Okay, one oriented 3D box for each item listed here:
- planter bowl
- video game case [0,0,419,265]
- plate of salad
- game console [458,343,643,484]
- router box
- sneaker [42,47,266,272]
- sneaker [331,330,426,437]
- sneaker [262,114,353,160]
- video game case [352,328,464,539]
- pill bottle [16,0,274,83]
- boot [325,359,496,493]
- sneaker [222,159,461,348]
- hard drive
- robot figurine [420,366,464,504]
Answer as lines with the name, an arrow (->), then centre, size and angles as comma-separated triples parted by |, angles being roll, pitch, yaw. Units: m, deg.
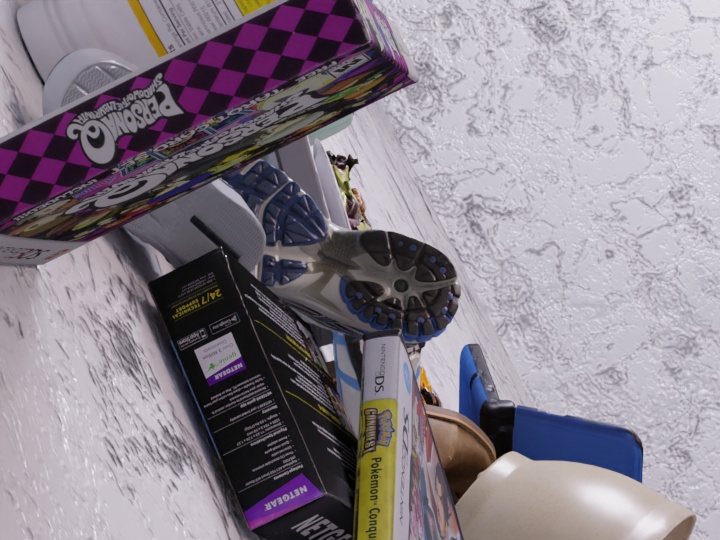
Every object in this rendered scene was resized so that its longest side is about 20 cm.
planter bowl -> 0.124, 0.213, 1.707 | 0.134, 0.201, 0.200 | 36, -2, 17
video game case -> -0.078, -0.059, 1.028 | 0.036, 0.199, 0.181 | 65, 6, 3
plate of salad -> 0.000, 0.000, 1.764 | 0.200, 0.048, 0.202 | 166, -90, -86
game console -> 0.147, 0.177, 1.944 | 0.171, 0.117, 0.202 | -107, -165, -62
router box -> -0.045, 0.083, 1.369 | 0.150, 0.051, 0.200 | 66, 6, 18
sneaker -> -0.124, -0.057, 1.319 | 0.071, 0.073, 0.200 | 36, -12, 37
sneaker -> 0.007, 0.089, 1.568 | 0.071, 0.072, 0.202 | -7, 86, -42
sneaker -> -0.066, -0.129, 1.788 | 0.074, 0.118, 0.200 | 65, 8, 9
video game case -> 0.031, 0.167, 1.396 | 0.182, 0.025, 0.201 | -87, 165, -47
pill bottle -> -0.088, -0.161, 1.360 | 0.105, 0.199, 0.104 | 61, 6, -11
boot -> 0.031, 0.132, 1.702 | 0.200, 0.073, 0.076 | 31, 40, -48
sneaker -> -0.040, -0.002, 1.481 | 0.199, 0.077, 0.085 | 28, -20, 1
hard drive -> -0.043, -0.038, 1.720 | 0.200, 0.026, 0.133 | 88, -13, -71
robot figurine -> 0.052, 0.153, 1.852 | 0.201, 0.058, 0.145 | 65, 6, 14
